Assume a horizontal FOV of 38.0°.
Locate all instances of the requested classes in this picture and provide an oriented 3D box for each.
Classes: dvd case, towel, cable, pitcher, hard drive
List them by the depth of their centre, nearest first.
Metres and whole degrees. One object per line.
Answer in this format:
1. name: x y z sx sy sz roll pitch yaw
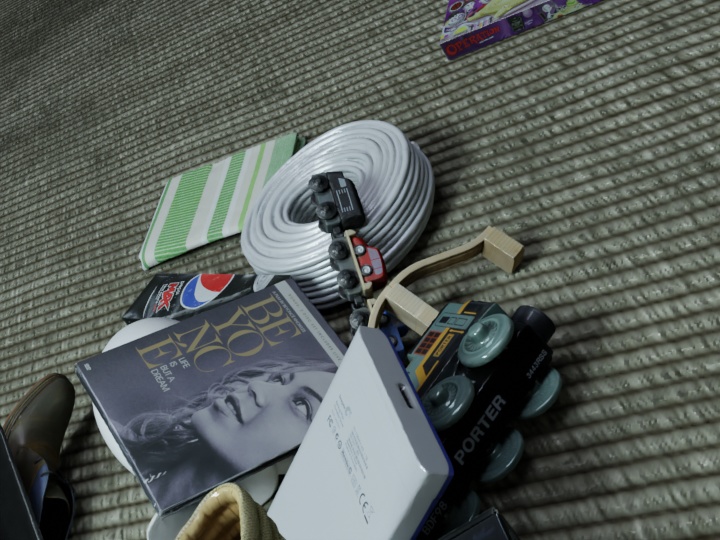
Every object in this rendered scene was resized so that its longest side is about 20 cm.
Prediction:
1. hard drive: -0.013 0.155 0.671 0.201 0.025 0.132 -64 30 27
2. dvd case: -0.099 0.090 0.816 0.199 0.016 0.149 -22 54 -28
3. pitcher: -0.126 0.118 0.867 0.171 0.122 0.200 -24 42 -15
4. cable: -0.021 -0.056 1.001 0.199 0.069 0.200 -32 34 7
5. towel: -0.160 -0.080 1.202 0.199 0.023 0.153 -17 39 25

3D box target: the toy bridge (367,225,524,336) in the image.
1. toy bridge: 0.046 0.037 0.828 0.067 0.027 0.200 35 68 19

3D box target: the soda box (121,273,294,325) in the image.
1. soda box: -0.131 0.047 0.978 0.199 0.071 0.063 1 46 42

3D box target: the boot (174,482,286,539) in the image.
1. boot: -0.046 0.215 0.468 0.072 0.156 0.201 -15 40 31

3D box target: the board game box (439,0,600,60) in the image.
1. board game box: 0.186 -0.308 1.153 0.199 0.032 0.120 -17 35 28

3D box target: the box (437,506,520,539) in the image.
1. box: 0.051 0.256 0.549 0.163 0.086 0.200 -32 34 7

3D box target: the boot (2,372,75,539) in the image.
1. boot: -0.288 0.189 0.964 0.096 0.075 0.201 0 58 30

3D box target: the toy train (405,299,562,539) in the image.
1. toy train: 0.058 0.106 0.735 0.200 0.085 0.114 -53 23 -17

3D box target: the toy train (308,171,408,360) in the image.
1. toy train: 0.000 0.000 0.882 0.045 0.034 0.201 -15 63 -6

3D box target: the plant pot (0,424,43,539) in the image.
1. plant pot: -0.391 0.247 0.841 0.177 0.199 0.200 -44 61 24
